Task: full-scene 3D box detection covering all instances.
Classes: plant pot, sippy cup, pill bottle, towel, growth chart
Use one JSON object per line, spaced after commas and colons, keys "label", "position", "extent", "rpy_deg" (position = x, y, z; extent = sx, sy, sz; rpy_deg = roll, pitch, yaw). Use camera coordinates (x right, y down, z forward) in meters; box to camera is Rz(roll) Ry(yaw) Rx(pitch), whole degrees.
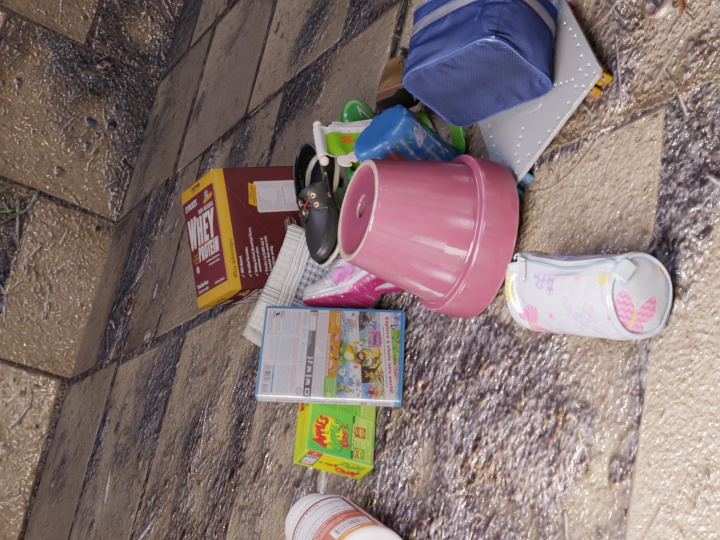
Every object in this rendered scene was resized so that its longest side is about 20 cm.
{"label": "plant pot", "position": [0.075, -0.055, 1.428], "extent": [0.200, 0.176, 0.204], "rpy_deg": [-168, 90, -71]}
{"label": "sippy cup", "position": [0.063, -0.150, 1.576], "extent": [0.138, 0.130, 0.179], "rpy_deg": [-26, 31, 32]}
{"label": "pill bottle", "position": [-0.023, 0.346, 1.420], "extent": [0.199, 0.111, 0.114], "rpy_deg": [14, 83, 67]}
{"label": "towel", "position": [-0.071, 0.055, 1.723], "extent": [0.191, 0.034, 0.203], "rpy_deg": [27, 98, 22]}
{"label": "growth chart", "position": [0.022, -0.202, 1.719], "extent": [0.145, 0.197, 0.018], "rpy_deg": [-117, 20, -54]}

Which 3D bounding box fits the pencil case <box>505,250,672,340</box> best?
{"label": "pencil case", "position": [0.230, 0.021, 1.177], "extent": [0.083, 0.092, 0.199], "rpy_deg": [-33, 16, -21]}

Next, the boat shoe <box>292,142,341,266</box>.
{"label": "boat shoe", "position": [-0.067, -0.098, 1.688], "extent": [0.073, 0.063, 0.204], "rpy_deg": [-30, 48, 34]}

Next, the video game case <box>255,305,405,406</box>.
{"label": "video game case", "position": [-0.039, 0.116, 1.565], "extent": [0.018, 0.196, 0.145], "rpy_deg": [88, -175, -55]}

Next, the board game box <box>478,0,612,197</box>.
{"label": "board game box", "position": [0.228, -0.222, 1.458], "extent": [0.201, 0.026, 0.201], "rpy_deg": [-54, 27, 31]}

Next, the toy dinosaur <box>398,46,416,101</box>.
{"label": "toy dinosaur", "position": [0.102, -0.283, 1.595], "extent": [0.048, 0.087, 0.201], "rpy_deg": [99, 149, -48]}

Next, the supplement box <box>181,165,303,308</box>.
{"label": "supplement box", "position": [-0.167, -0.056, 1.878], "extent": [0.132, 0.197, 0.201], "rpy_deg": [-24, 73, 57]}

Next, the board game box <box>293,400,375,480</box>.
{"label": "board game box", "position": [-0.031, 0.178, 1.585], "extent": [0.048, 0.100, 0.203], "rpy_deg": [130, 151, -49]}

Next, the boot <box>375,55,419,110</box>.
{"label": "boot", "position": [0.100, -0.295, 1.690], "extent": [0.198, 0.073, 0.077], "rpy_deg": [-7, 71, 45]}

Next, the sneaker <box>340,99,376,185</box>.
{"label": "sneaker", "position": [0.004, -0.206, 1.841], "extent": [0.084, 0.073, 0.202], "rpy_deg": [83, 179, -54]}

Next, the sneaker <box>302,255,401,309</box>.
{"label": "sneaker", "position": [0.000, 0.000, 1.646], "extent": [0.198, 0.081, 0.089], "rpy_deg": [-23, 56, 27]}

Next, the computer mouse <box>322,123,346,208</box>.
{"label": "computer mouse", "position": [-0.039, -0.133, 1.856], "extent": [0.201, 0.043, 0.111], "rpy_deg": [86, 172, -54]}

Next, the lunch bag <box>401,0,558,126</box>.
{"label": "lunch bag", "position": [0.149, -0.286, 1.456], "extent": [0.198, 0.135, 0.134], "rpy_deg": [-15, 53, 44]}
